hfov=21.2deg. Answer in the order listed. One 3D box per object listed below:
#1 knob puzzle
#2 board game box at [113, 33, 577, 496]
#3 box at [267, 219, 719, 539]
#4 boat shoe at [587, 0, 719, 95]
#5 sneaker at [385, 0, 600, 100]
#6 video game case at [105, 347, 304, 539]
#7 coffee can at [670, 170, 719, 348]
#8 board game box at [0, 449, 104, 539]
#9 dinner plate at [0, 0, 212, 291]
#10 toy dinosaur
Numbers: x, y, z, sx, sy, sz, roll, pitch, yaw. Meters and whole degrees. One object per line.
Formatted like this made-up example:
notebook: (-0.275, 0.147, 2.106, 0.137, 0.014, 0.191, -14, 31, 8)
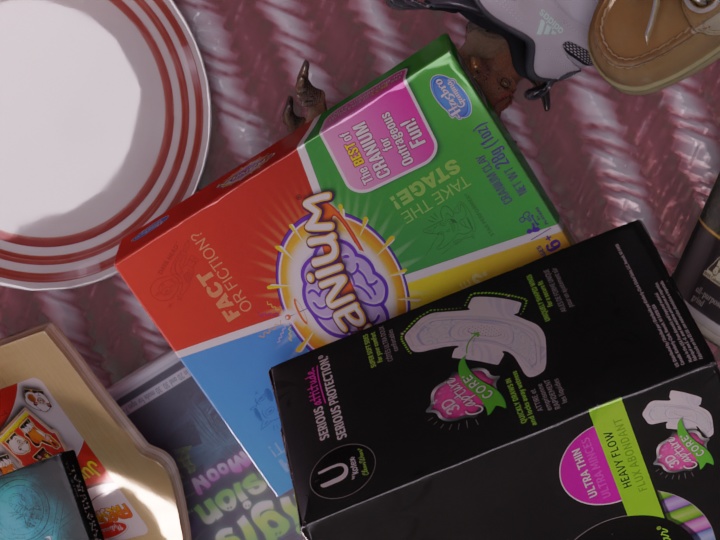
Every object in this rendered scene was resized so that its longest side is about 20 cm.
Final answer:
knob puzzle: (-0.169, 0.124, 1.072, 0.218, 0.031, 0.221, 14, 128, 18)
board game box: (0.000, 0.000, 0.970, 0.199, 0.040, 0.154, -32, 105, 10)
box: (0.077, 0.098, 0.923, 0.199, 0.125, 0.149, -21, 124, 4)
boat shoe: (0.179, -0.166, 0.908, 0.200, 0.063, 0.073, -46, 68, 17)
sneaker: (0.067, -0.182, 0.975, 0.139, 0.078, 0.201, -31, 97, -4)
video game case: (-0.077, 0.132, 1.072, 0.199, 0.023, 0.182, -31, 98, 27)
coffee can: (0.257, -0.047, 0.963, 0.145, 0.146, 0.201, 23, 104, 0)
board game box: (-0.181, 0.212, 1.009, 0.134, 0.028, 0.201, -21, 84, 8)
dinner plate: (-0.178, -0.089, 1.061, 0.198, 0.024, 0.202, 1, 102, 5)
toy dinosaur: (0.016, -0.040, 1.025, 0.134, 0.086, 0.201, 17, 109, -5)
